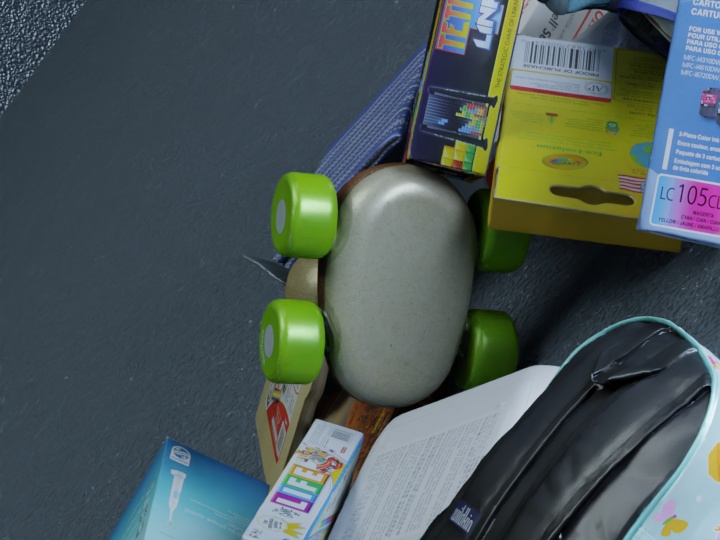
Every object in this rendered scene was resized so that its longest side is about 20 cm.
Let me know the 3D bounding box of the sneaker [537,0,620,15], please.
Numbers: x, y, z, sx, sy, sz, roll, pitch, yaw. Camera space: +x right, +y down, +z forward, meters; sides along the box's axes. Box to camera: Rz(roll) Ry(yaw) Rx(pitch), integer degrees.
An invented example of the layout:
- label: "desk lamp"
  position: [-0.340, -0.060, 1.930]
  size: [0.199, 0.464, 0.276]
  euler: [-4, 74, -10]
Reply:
- label: "sneaker"
  position: [0.206, -0.209, 1.780]
  size: [0.199, 0.096, 0.079]
  euler: [-25, -28, -37]

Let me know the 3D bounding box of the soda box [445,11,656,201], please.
- label: "soda box"
  position: [0.138, -0.101, 1.851]
  size: [0.200, 0.068, 0.064]
  euler: [-38, 22, 34]

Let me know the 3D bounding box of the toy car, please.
- label: "toy car"
  position: [0.000, 0.000, 1.759]
  size: [0.200, 0.163, 0.159]
  euler: [-156, 71, -70]

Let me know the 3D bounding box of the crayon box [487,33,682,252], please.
- label: "crayon box"
  position: [0.149, -0.075, 1.687]
  size: [0.200, 0.126, 0.051]
  euler: [-77, -6, -55]

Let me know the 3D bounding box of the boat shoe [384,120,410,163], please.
- label: "boat shoe"
  position: [0.034, -0.032, 1.974]
  size: [0.076, 0.060, 0.201]
  euler: [7, 74, 66]

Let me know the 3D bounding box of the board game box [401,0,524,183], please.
- label: "board game box"
  position: [0.074, -0.162, 1.726]
  size: [0.165, 0.056, 0.201]
  euler: [179, 103, -88]

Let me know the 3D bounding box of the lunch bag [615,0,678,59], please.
- label: "lunch bag"
  position: [0.264, -0.195, 1.663]
  size: [0.170, 0.124, 0.200]
  euler: [-51, 27, -2]

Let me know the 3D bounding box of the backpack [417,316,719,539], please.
- label: "backpack"
  position: [0.133, 0.130, 1.288]
  size: [0.201, 0.153, 0.176]
  euler: [-60, 21, 2]

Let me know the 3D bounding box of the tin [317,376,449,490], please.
- label: "tin"
  position: [-0.005, 0.132, 1.787]
  size: [0.112, 0.042, 0.200]
  euler: [-19, 35, 50]

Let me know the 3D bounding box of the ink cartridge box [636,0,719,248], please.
- label: "ink cartridge box"
  position: [0.216, -0.113, 1.482]
  size: [0.136, 0.076, 0.201]
  euler: [1, -79, -77]

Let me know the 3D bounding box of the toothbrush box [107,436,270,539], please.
- label: "toothbrush box"
  position: [-0.137, 0.236, 1.765]
  size: [0.147, 0.085, 0.200]
  euler: [-59, 11, 29]

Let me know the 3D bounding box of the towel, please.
- label: "towel"
  position: [0.005, -0.087, 1.913]
  size: [0.145, 0.024, 0.200]
  euler: [-47, 9, 26]

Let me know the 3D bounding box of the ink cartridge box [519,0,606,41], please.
- label: "ink cartridge box"
  position: [0.125, -0.168, 2.012]
  size: [0.200, 0.067, 0.117]
  euler: [-19, 36, 58]

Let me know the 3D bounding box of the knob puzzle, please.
- label: "knob puzzle"
  position: [-0.032, 0.053, 1.924]
  size: [0.220, 0.030, 0.221]
  euler: [-166, 90, -80]

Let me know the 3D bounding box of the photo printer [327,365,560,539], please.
- label: "photo printer"
  position: [0.062, 0.144, 1.553]
  size: [0.200, 0.069, 0.167]
  euler: [-26, 32, 53]

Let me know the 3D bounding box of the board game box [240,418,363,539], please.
- label: "board game box"
  position: [-0.048, 0.189, 1.607]
  size: [0.200, 0.034, 0.135]
  euler: [-55, -20, -70]
